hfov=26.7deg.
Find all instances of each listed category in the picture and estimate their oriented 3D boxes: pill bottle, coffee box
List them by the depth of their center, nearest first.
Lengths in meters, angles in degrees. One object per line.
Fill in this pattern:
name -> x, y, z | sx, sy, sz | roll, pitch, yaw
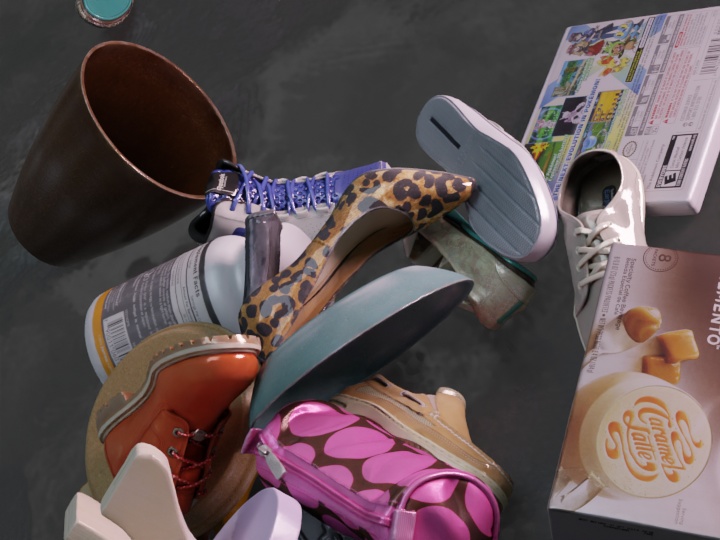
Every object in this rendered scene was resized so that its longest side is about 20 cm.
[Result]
coffee box -> 0.198, 0.090, 0.977 | 0.114, 0.080, 0.200 | 9, 59, 18
pill bottle -> -0.130, 0.039, 1.313 | 0.200, 0.116, 0.116 | -24, 43, 23

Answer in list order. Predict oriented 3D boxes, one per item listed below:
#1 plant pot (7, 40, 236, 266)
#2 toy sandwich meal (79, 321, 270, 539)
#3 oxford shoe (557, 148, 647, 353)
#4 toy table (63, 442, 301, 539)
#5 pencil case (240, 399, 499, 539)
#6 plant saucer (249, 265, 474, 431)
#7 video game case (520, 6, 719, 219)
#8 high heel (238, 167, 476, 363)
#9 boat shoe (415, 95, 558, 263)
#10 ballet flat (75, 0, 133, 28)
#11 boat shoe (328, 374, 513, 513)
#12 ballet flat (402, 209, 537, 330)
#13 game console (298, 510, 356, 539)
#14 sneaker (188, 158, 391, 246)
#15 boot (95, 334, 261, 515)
plant pot -> -0.259, -0.094, 1.520 | 0.200, 0.187, 0.187 | -39, 36, 31
toy sandwich meal -> -0.143, 0.142, 1.234 | 0.205, 0.070, 0.205 | -13, 64, 29
oxford shoe -> 0.181, -0.006, 1.111 | 0.075, 0.058, 0.200 | -19, 57, 27
toy table -> -0.142, 0.213, 1.008 | 0.200, 0.117, 0.184 | -61, 17, -2
pencil case -> 0.003, 0.148, 1.026 | 0.200, 0.094, 0.091 | 15, 81, 56
plant saucer -> -0.007, 0.052, 1.128 | 0.200, 0.200, 0.036 | -37, 78, 10
video game case -> 0.217, -0.127, 1.231 | 0.182, 0.022, 0.200 | -1, 56, 41
high heel -> 0.000, 0.000, 1.176 | 0.200, 0.071, 0.143 | -15, 54, 17
boat shoe -> 0.116, -0.076, 1.203 | 0.074, 0.067, 0.200 | -57, 40, 26
ballet flat -> -0.314, -0.349, 1.880 | 0.075, 0.068, 0.200 | -41, 27, 41
boat shoe -> 0.051, 0.118, 1.124 | 0.076, 0.072, 0.200 | -42, 37, -20
ballet flat -> 0.068, -0.017, 1.231 | 0.062, 0.067, 0.200 | -52, 38, 6
game console -> -0.078, 0.251, 1.066 | 0.200, 0.118, 0.171 | -42, 49, 2
sneaker -> -0.075, -0.051, 1.346 | 0.199, 0.115, 0.081 | -22, 44, 25
boot -> -0.126, 0.120, 1.121 | 0.200, 0.075, 0.107 | -44, 53, 45
